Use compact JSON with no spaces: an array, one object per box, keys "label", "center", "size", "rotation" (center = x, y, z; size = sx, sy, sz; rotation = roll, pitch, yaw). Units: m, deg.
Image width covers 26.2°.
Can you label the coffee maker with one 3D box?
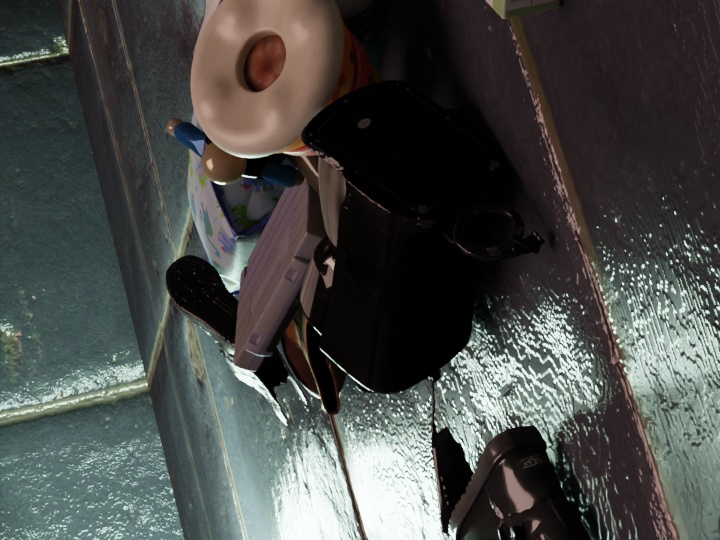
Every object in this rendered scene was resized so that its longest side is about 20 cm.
[{"label":"coffee maker","center":[0.033,-0.006,1.156],"size":[0.201,0.134,0.193],"rotation":[94,157,-47]}]

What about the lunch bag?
[{"label":"lunch bag","center":[-0.131,-0.102,1.689],"size":[0.201,0.127,0.170],"rotation":[62,160,19]}]

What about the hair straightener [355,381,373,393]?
[{"label":"hair straightener","center":[-0.012,0.036,1.519],"size":[0.077,0.041,0.201],"rotation":[100,154,-53]}]

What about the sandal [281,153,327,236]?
[{"label":"sandal","center":[-0.019,-0.051,1.340],"size":[0.200,0.055,0.082],"rotation":[45,168,6]}]

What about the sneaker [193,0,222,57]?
[{"label":"sneaker","center":[-0.111,-0.265,1.370],"size":[0.071,0.073,0.201],"rotation":[41,130,13]}]

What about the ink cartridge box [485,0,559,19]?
[{"label":"ink cartridge box","center":[0.073,-0.272,0.987],"size":[0.200,0.048,0.147],"rotation":[-123,25,-48]}]

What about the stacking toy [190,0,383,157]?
[{"label":"stacking toy","center":[-0.025,-0.141,1.237],"size":[0.145,0.199,0.148],"rotation":[-10,73,34]}]

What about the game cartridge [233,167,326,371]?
[{"label":"game cartridge","center":[-0.072,-0.009,1.470],"size":[0.201,0.038,0.130],"rotation":[121,154,-43]}]

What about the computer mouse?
[{"label":"computer mouse","center":[0.074,0.125,1.314],"size":[0.059,0.034,0.202],"rotation":[52,-149,-87]}]

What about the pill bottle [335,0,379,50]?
[{"label":"pill bottle","center":[-0.047,-0.207,1.336],"size":[0.200,0.112,0.114],"rotation":[108,147,-61]}]

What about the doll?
[{"label":"doll","center":[-0.111,-0.114,1.412],"size":[0.200,0.135,0.049],"rotation":[-69,0,-71]}]

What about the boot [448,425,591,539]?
[{"label":"boot","center":[0.136,0.238,1.113],"size":[0.166,0.065,0.201],"rotation":[95,153,-51]}]

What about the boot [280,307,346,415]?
[{"label":"boot","center":[-0.034,0.084,1.536],"size":[0.200,0.068,0.190],"rotation":[-115,20,-63]}]

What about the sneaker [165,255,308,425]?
[{"label":"sneaker","center":[-0.134,0.072,1.662],"size":[0.200,0.060,0.105],"rotation":[41,162,37]}]
